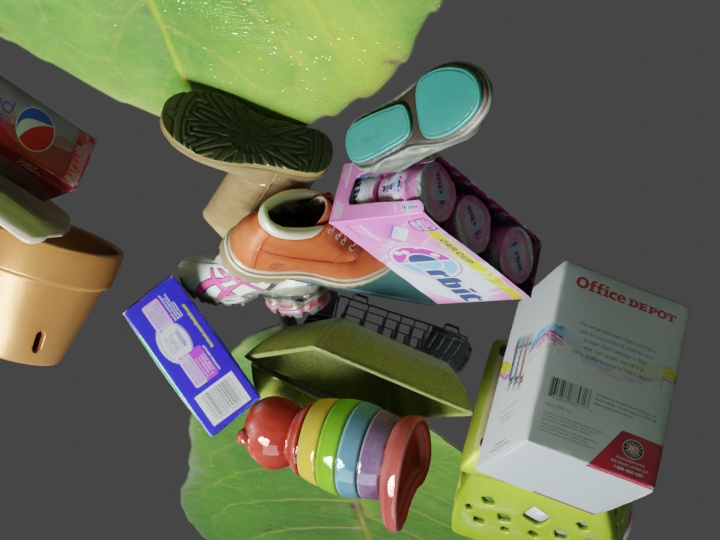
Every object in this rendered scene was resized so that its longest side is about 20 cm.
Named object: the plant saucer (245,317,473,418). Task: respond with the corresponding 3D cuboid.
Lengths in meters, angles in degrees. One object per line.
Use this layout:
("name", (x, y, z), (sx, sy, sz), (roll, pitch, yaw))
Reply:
("plant saucer", (0.002, 0.103, 1.684), (0.199, 0.048, 0.199), (25, 164, -22))

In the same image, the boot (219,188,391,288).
("boot", (-0.027, -0.036, 1.506), (0.199, 0.076, 0.107), (-4, 155, -29))

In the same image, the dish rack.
("dish rack", (0.026, 0.090, 1.810), (0.198, 0.055, 0.154), (18, 156, -3))

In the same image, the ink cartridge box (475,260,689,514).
("ink cartridge box", (0.226, 0.120, 1.578), (0.144, 0.201, 0.145), (21, 157, -9))

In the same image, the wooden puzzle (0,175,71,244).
("wooden puzzle", (-0.384, -0.085, 1.567), (0.184, 0.037, 0.200), (36, -177, -5))

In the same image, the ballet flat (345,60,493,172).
("ballet flat", (0.063, -0.132, 1.340), (0.063, 0.068, 0.199), (0, 169, -36))

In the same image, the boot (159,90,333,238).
("boot", (-0.127, -0.088, 1.522), (0.174, 0.067, 0.200), (19, 156, -10))

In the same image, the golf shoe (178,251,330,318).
("golf shoe", (-0.121, -0.009, 1.700), (0.199, 0.073, 0.093), (5, 121, 34))

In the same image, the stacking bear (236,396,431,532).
("stacking bear", (-0.035, 0.192, 1.701), (0.198, 0.122, 0.114), (11, 130, 18))

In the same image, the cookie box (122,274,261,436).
("cookie box", (-0.193, 0.100, 1.780), (0.172, 0.075, 0.200), (54, 173, 0))

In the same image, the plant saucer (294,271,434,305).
("plant saucer", (0.000, 0.000, 1.613), (0.198, 0.019, 0.070), (11, 142, -19))

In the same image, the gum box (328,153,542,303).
("gum box", (0.071, -0.039, 1.483), (0.113, 0.067, 0.200), (-4, 153, 39))

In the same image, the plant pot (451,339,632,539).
("plant pot", (0.214, 0.196, 1.755), (0.198, 0.200, 0.182), (11, 148, 13))

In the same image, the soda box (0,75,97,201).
("soda box", (-0.367, -0.149, 1.550), (0.200, 0.064, 0.070), (35, 149, -33))

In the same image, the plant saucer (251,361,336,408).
("plant saucer", (-0.034, 0.166, 1.854), (0.199, 0.048, 0.200), (28, -173, 6))

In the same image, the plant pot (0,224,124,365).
("plant pot", (-0.375, 0.016, 1.709), (0.199, 0.141, 0.200), (18, -174, -2))

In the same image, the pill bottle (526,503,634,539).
("pill bottle", (0.259, 0.288, 2.008), (0.108, 0.109, 0.200), (-9, 144, 43))
